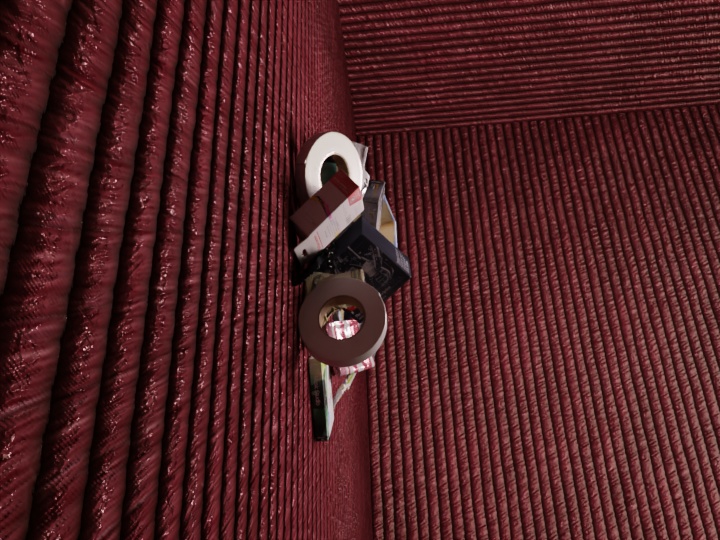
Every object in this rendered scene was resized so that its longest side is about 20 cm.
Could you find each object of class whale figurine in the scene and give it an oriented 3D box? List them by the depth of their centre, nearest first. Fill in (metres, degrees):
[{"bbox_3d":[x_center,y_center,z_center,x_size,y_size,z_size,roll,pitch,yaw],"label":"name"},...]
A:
[{"bbox_3d":[-0.104,-0.185,1.579,0.160,0.101,0.204,-104,-150,-62],"label":"whale figurine"}]

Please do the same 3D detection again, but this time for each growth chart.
[{"bbox_3d":[-0.041,0.316,1.664,0.147,0.017,0.200,-65,172,24],"label":"growth chart"}]

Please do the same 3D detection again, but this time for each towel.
[{"bbox_3d":[-0.030,0.205,1.629,0.199,0.022,0.147,2,66,-60],"label":"towel"}]

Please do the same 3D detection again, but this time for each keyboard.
[{"bbox_3d":[-0.094,-0.008,1.359,0.040,0.104,0.200,43,10,-6],"label":"keyboard"}]

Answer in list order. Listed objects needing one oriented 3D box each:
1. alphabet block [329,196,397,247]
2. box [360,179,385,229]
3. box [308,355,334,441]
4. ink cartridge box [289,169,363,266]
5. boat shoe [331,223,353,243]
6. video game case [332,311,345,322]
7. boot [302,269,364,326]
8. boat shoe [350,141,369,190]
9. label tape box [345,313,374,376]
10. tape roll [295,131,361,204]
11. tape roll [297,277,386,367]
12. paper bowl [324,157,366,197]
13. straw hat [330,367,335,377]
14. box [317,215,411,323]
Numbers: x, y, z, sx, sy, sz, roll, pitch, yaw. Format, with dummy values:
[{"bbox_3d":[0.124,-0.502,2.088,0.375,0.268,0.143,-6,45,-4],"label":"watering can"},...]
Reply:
[{"bbox_3d":[-0.002,-0.122,1.884,0.199,0.195,0.198,82,-9,-47],"label":"alphabet block"},{"bbox_3d":[0.027,-0.124,1.645,0.159,0.047,0.204,-74,171,-61],"label":"box"},{"bbox_3d":[-0.096,0.298,1.488,0.144,0.035,0.205,-70,155,-82],"label":"box"},{"bbox_3d":[-0.087,-0.114,1.337,0.067,0.200,0.117,42,-11,18],"label":"ink cartridge box"},{"bbox_3d":[-0.045,-0.068,1.651,0.069,0.073,0.204,-67,142,-74],"label":"boat shoe"},{"bbox_3d":[-0.064,0.081,1.728,0.202,0.021,0.185,82,6,-55],"label":"video game case"},{"bbox_3d":[-0.056,0.083,1.407,0.073,0.151,0.203,81,6,-51],"label":"boot"},{"bbox_3d":[-0.009,-0.250,1.598,0.072,0.067,0.204,114,-20,-58],"label":"boat shoe"},{"bbox_3d":[-0.009,0.204,1.812,0.145,0.062,0.203,51,-49,47],"label":"label tape box"},{"bbox_3d":[-0.074,-0.227,1.440,0.200,0.037,0.208,-10,103,-47],"label":"tape roll"},{"bbox_3d":[-0.038,0.110,1.314,0.037,0.198,0.207,79,8,-58],"label":"tape roll"},{"bbox_3d":[-0.049,-0.250,1.731,0.200,0.102,0.206,175,-90,-67],"label":"paper bowl"},{"bbox_3d":[-0.063,0.244,1.681,0.201,0.083,0.206,-4,90,-87],"label":"straw hat"},{"bbox_3d":[0.000,0.000,1.557,0.181,0.200,0.105,39,23,-19],"label":"box"}]
